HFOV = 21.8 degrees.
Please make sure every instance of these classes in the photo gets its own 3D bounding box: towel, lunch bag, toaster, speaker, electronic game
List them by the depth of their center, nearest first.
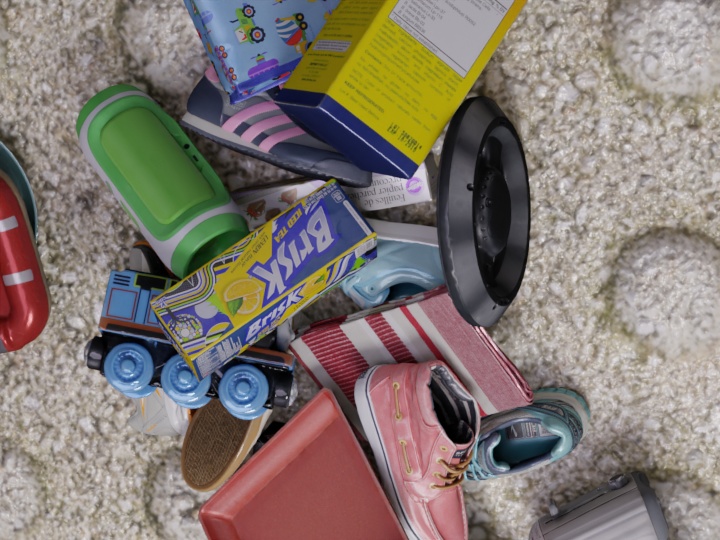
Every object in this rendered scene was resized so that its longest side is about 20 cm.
[{"bbox_3d":[0.106,-0.051,1.631,0.041,0.200,0.201,0,105,23],"label":"electronic game"},{"bbox_3d":[-0.054,-0.259,1.662,0.199,0.094,0.151,-25,92,-8],"label":"lunch bag"},{"bbox_3d":[-0.182,-0.080,1.719,0.089,0.088,0.200,-50,60,20],"label":"speaker"},{"bbox_3d":[0.044,0.088,1.720,0.199,0.023,0.144,-17,120,37],"label":"towel"},{"bbox_3d":[0.237,0.293,1.724,0.129,0.114,0.201,-21,98,5],"label":"toaster"}]

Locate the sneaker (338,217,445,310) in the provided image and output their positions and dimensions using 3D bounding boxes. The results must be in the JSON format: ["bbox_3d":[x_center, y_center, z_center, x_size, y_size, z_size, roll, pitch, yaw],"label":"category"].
[{"bbox_3d":[0.000,0.000,1.723,0.199,0.074,0.082,3,64,14],"label":"sneaker"}]

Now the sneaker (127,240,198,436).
[{"bbox_3d":[-0.209,0.072,1.814,0.092,0.076,0.201,-6,102,20],"label":"sneaker"}]

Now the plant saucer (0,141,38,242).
[{"bbox_3d":[-0.404,-0.059,1.846,0.199,0.036,0.201,4,106,14],"label":"plant saucer"}]

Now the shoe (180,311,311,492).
[{"bbox_3d":[-0.105,0.123,1.786,0.070,0.053,0.201,31,96,32],"label":"shoe"}]

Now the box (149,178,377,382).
[{"bbox_3d":[-0.083,0.008,1.656,0.200,0.064,0.070,-34,73,-11],"label":"box"}]

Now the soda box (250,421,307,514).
[{"bbox_3d":[-0.070,0.254,1.829,0.070,0.063,0.201,8,106,14],"label":"soda box"}]

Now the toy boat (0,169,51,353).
[{"bbox_3d":[-0.382,-0.006,1.766,0.130,0.131,0.201,-12,102,17],"label":"toy boat"}]

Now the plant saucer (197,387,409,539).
[{"bbox_3d":[-0.043,0.245,1.721,0.200,0.037,0.200,-45,56,24],"label":"plant saucer"}]

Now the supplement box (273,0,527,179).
[{"bbox_3d":[0.036,-0.193,1.603,0.109,0.109,0.200,37,83,-23],"label":"supplement box"}]

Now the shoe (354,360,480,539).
[{"bbox_3d":[0.069,0.175,1.688,0.091,0.071,0.201,-12,104,44],"label":"shoe"}]

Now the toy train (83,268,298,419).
[{"bbox_3d":[-0.150,0.068,1.713,0.199,0.087,0.115,10,82,2],"label":"toy train"}]

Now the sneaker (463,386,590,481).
[{"bbox_3d":[0.112,0.160,1.745,0.199,0.086,0.078,-18,100,18],"label":"sneaker"}]

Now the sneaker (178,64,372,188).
[{"bbox_3d":[-0.070,-0.136,1.708,0.199,0.070,0.082,22,89,20],"label":"sneaker"}]

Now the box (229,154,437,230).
[{"bbox_3d":[-0.027,-0.071,1.745,0.199,0.041,0.039,-9,102,17],"label":"box"}]
